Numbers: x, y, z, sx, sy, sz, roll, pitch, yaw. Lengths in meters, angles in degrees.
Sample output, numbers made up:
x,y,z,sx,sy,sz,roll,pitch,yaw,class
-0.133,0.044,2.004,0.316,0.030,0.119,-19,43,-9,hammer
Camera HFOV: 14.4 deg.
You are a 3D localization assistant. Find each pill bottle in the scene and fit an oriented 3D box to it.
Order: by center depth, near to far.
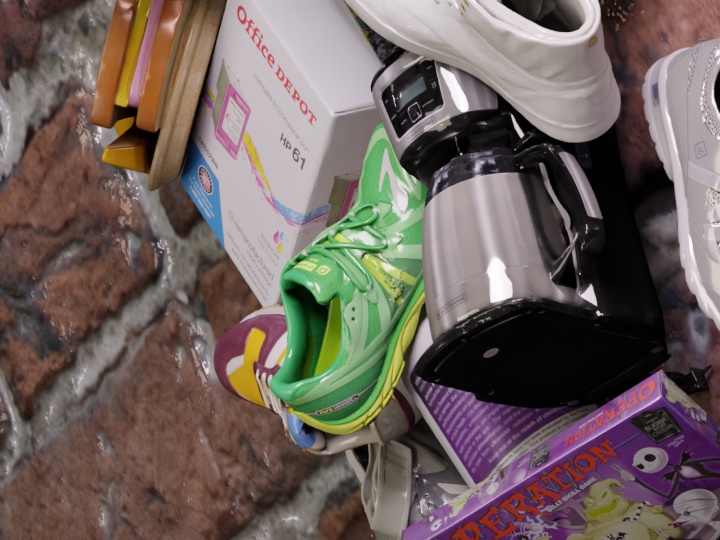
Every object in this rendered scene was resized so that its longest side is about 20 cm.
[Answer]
x,y,z,sx,sy,sz,roll,pitch,yaw,class
0.094,0.074,1.771,0.200,0.111,0.112,57,144,26,pill bottle

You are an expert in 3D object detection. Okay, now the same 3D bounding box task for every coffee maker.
x,y,z,sx,sy,sz,roll,pitch,yaw,class
0.101,-0.028,1.681,0.134,0.192,0.200,-20,61,21,coffee maker

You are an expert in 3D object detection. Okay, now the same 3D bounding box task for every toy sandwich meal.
x,y,z,sx,sy,sz,roll,pitch,yaw,class
-0.140,-0.148,1.986,0.205,0.070,0.206,-164,90,-87,toy sandwich meal

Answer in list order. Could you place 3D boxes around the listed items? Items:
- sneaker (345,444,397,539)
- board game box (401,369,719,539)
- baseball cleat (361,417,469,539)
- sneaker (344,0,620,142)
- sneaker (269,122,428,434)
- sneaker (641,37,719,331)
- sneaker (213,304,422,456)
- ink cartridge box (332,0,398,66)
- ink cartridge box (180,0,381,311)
x,y,z,sx,sy,sz,roll,pitch,yaw,class
0.030,0.159,1.947,0.200,0.074,0.079,66,152,13,sneaker
0.136,0.148,1.671,0.200,0.032,0.120,-35,115,28,board game box
0.067,0.173,1.860,0.200,0.106,0.070,53,147,33,baseball cleat
0.061,-0.163,1.588,0.200,0.074,0.116,33,160,24,sneaker
0.000,0.000,1.740,0.074,0.083,0.200,10,82,48,sneaker
0.216,-0.040,1.566,0.082,0.075,0.200,-41,68,57,sneaker
-0.038,0.077,1.888,0.200,0.090,0.075,-3,125,44,sneaker
-0.013,-0.209,1.774,0.109,0.050,0.200,55,180,28,ink cartridge box
-0.040,-0.092,1.928,0.145,0.085,0.200,55,143,32,ink cartridge box
